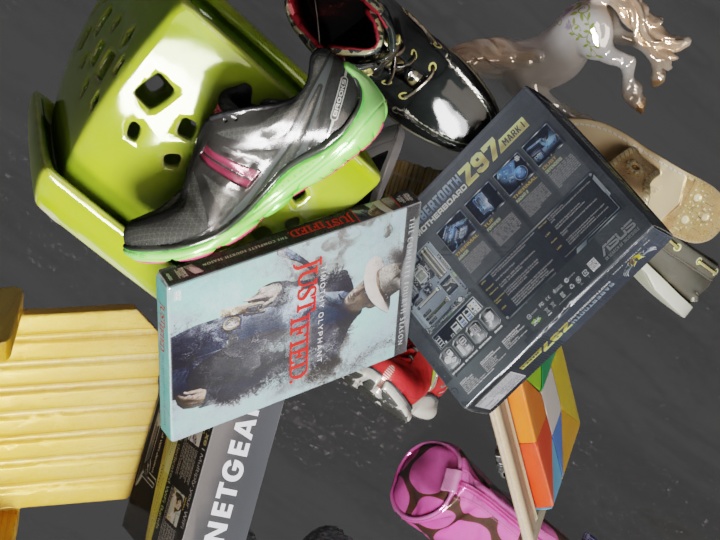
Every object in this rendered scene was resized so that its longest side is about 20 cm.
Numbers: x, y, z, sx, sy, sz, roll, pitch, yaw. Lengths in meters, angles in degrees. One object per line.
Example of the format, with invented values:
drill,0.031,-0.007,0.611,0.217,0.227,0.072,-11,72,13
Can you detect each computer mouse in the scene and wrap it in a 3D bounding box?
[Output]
computer mouse,-0.021,-0.029,1.255,0.044,0.110,0.200,22,105,-3

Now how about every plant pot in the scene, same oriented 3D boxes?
plant pot,-0.131,-0.096,1.169,0.199,0.200,0.181,40,101,-26

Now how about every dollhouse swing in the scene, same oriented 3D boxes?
dollhouse swing,-0.244,0.130,1.234,0.176,0.182,0.200,4,108,-8

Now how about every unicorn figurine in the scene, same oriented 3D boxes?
unicorn figurine,0.155,-0.160,1.298,0.137,0.074,0.200,42,111,-18

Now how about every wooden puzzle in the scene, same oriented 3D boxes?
wooden puzzle,0.149,0.111,1.350,0.037,0.185,0.200,-2,117,20

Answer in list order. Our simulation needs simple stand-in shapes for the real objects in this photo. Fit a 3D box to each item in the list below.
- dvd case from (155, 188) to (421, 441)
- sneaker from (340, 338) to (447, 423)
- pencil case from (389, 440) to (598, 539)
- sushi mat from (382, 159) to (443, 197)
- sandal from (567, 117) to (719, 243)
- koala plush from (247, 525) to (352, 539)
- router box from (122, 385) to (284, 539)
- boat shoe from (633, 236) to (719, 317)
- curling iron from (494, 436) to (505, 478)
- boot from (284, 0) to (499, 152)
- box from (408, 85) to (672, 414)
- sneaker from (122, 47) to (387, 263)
dvd case,-0.049,0.031,1.132,0.200,0.022,0.146,-20,135,-27
sneaker,0.037,0.069,1.302,0.077,0.200,0.085,35,95,12
pencil case,0.121,0.229,1.423,0.200,0.094,0.091,37,76,-27
sushi mat,0.000,0.000,1.343,0.096,0.012,0.200,11,105,-21
sandal,0.220,-0.064,1.280,0.212,0.070,0.078,17,102,-27
koala plush,-0.097,0.333,1.357,0.177,0.184,0.200,16,115,-22
router box,-0.119,0.131,1.251,0.052,0.157,0.200,15,93,-22
boat shoe,0.238,-0.039,1.378,0.060,0.072,0.202,-46,123,2
curling iron,0.127,0.080,1.383,0.026,0.050,0.200,-1,93,8
boot,0.022,-0.153,1.192,0.204,0.154,0.073,42,100,-7
box,0.111,-0.015,1.218,0.200,0.158,0.051,-46,153,14
sneaker,-0.077,-0.074,1.051,0.200,0.077,0.084,-35,97,11
